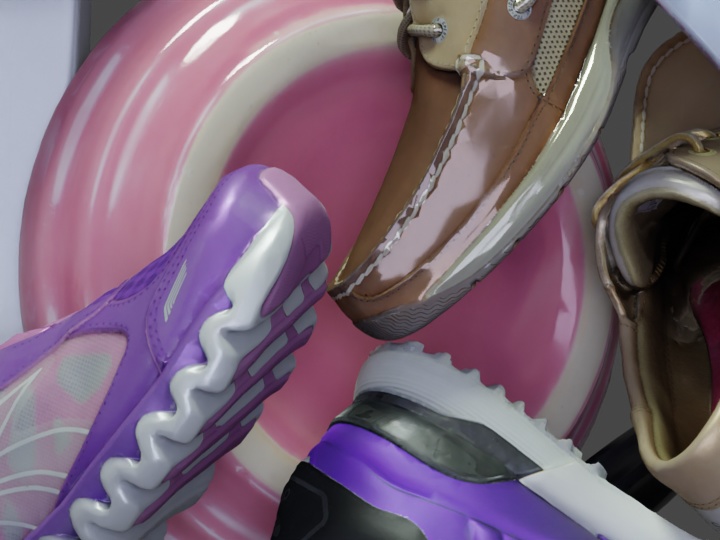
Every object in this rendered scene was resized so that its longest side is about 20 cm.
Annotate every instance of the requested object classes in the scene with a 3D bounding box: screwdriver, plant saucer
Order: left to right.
[{"bbox_3d":[0.000,0.000,0.812,0.199,0.051,0.202,1,88,-28],"label":"plant saucer"},{"bbox_3d":[0.039,0.090,0.807,0.200,0.029,0.028,-30,109,-39],"label":"screwdriver"}]

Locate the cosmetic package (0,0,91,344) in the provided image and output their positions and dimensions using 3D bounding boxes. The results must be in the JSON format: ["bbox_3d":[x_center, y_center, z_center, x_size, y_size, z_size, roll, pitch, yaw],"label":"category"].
[{"bbox_3d":[-0.139,-0.004,0.830,0.112,0.081,0.202,4,87,-3],"label":"cosmetic package"}]

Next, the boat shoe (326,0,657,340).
[{"bbox_3d":[0.040,-0.073,0.771,0.072,0.076,0.201,34,73,-11],"label":"boat shoe"}]

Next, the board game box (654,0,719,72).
[{"bbox_3d":[0.201,-0.083,0.724,0.199,0.043,0.200,-42,98,6],"label":"board game box"}]

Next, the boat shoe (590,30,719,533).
[{"bbox_3d":[0.103,-0.008,0.794,0.069,0.201,0.074,27,126,-28],"label":"boat shoe"}]

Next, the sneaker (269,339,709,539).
[{"bbox_3d":[0.058,0.112,0.734,0.199,0.070,0.100,32,63,15],"label":"sneaker"}]

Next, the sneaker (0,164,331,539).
[{"bbox_3d":[-0.086,0.044,0.735,0.088,0.080,0.200,41,113,9],"label":"sneaker"}]
